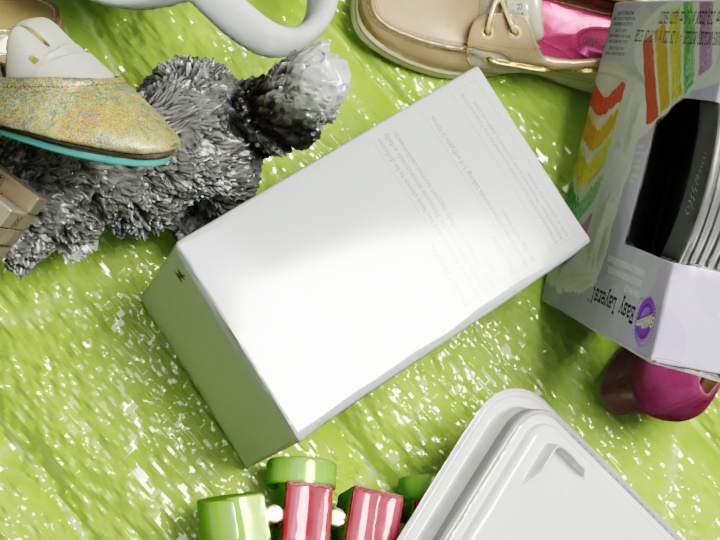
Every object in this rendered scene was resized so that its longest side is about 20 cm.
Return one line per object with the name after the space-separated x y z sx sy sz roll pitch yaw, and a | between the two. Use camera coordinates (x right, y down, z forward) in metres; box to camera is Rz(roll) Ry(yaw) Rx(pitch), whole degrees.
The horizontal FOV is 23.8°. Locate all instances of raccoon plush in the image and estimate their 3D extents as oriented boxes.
-0.114 -0.070 0.875 0.133 0.200 0.097 -18 75 -39 | raccoon plush

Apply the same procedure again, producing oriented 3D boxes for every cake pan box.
0.166 -0.050 0.915 0.052 0.200 0.186 10 98 -12 | cake pan box

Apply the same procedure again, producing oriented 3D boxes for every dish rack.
0.109 0.181 0.913 0.200 0.043 0.172 44 66 -23 | dish rack

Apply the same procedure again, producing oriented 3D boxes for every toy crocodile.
0.008 0.139 0.920 0.198 0.062 0.068 8 73 -14 | toy crocodile

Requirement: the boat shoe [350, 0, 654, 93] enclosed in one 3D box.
0.095 -0.153 1.019 0.198 0.069 0.074 5 74 -14 | boat shoe

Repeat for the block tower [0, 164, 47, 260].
-0.240 0.029 0.845 0.054 0.058 0.201 36 90 2 | block tower

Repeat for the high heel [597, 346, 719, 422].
0.217 0.005 0.992 0.067 0.096 0.201 36 71 -17 | high heel

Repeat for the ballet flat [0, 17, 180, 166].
-0.177 -0.095 0.835 0.198 0.071 0.071 10 69 26 | ballet flat

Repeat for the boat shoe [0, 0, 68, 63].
-0.253 -0.143 0.905 0.198 0.077 0.072 0 36 -16 | boat shoe

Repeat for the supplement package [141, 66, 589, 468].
0.000 0.000 0.925 0.199 0.117 0.117 -31 87 -21 | supplement package

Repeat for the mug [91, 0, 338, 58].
-0.086 -0.201 0.913 0.200 0.147 0.176 47 36 -17 | mug
